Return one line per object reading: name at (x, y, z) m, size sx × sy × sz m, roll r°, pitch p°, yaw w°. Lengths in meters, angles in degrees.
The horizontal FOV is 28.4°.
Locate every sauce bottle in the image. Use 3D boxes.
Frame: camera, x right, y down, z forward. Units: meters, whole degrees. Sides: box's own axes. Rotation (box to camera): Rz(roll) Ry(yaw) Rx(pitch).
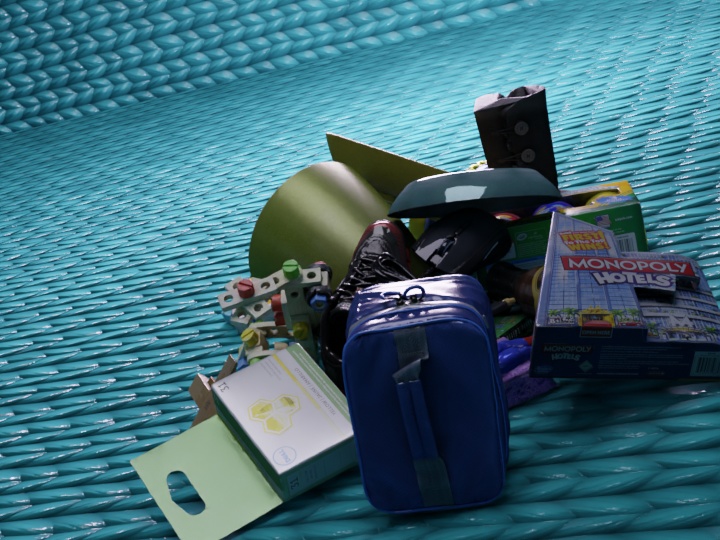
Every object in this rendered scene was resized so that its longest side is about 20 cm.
sauce bottle at (0.210, 0.031, 1.498) m, size 0.064 × 0.066 × 0.199 m, roll -27°, pitch 28°, yaw -31°

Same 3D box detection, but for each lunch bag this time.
lunch bag at (0.058, 0.103, 1.231) m, size 0.134 × 0.203 × 0.133 m, roll -9°, pitch 20°, yaw 6°

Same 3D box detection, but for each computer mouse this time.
computer mouse at (0.119, -0.013, 1.502) m, size 0.140 × 0.046 × 0.199 m, roll 34°, pitch 38°, yaw 28°

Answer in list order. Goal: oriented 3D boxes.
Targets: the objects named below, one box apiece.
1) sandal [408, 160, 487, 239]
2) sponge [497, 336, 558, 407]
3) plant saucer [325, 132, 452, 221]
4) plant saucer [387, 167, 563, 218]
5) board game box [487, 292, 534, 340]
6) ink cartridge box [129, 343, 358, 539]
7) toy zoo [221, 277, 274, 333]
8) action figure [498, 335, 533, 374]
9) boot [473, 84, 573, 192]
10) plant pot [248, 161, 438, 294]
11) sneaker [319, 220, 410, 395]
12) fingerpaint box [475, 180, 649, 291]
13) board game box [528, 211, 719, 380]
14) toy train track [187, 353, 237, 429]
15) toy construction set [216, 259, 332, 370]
sandal at (0.158, -0.086, 1.933) m, size 0.086 × 0.080 × 0.200 m, roll 7°, pitch 38°, yaw 45°
sponge at (0.085, 0.126, 1.419) m, size 0.198 × 0.030 × 0.111 m, roll -22°, pitch 19°, yaw -14°
plant saucer at (0.065, -0.104, 1.799) m, size 0.198 × 0.049 × 0.200 m, roll 20°, pitch -1°, yaw 21°
plant saucer at (0.126, -0.087, 1.589) m, size 0.197 × 0.037 × 0.200 m, roll -5°, pitch -3°, yaw 0°
board game box at (0.157, 0.051, 1.590) m, size 0.104 × 0.024 × 0.199 m, roll 5°, pitch 27°, yaw 46°
ink cartridge box at (-0.107, 0.165, 1.354) m, size 0.198 × 0.048 × 0.146 m, roll -25°, pitch 44°, yaw -21°
toy zoo at (-0.095, 0.022, 1.870) m, size 0.198 × 0.021 × 0.132 m, roll -23°, pitch 21°, yaw 15°
action figure at (0.116, 0.068, 1.367) m, size 0.199 × 0.100 × 0.065 m, roll -30°, pitch 22°, yaw -28°
boot at (0.240, -0.138, 1.788) m, size 0.163 × 0.202 × 0.066 m, roll -17°, pitch 17°, yaw -1°
plant pot at (0.000, 0.000, 1.653) m, size 0.186 × 0.189 × 0.199 m, roll -26°, pitch 42°, yaw -29°
sneaker at (0.005, 0.033, 1.506) m, size 0.070 × 0.203 × 0.098 m, roll 11°, pitch -18°, yaw 15°
fingerpaint box at (0.230, -0.044, 1.674) m, size 0.197 × 0.074 × 0.167 m, roll -10°, pitch 11°, yaw 8°
board game box at (0.246, 0.020, 1.360) m, size 0.197 × 0.062 × 0.201 m, roll 1°, pitch 34°, yaw -4°
toy train track at (-0.134, 0.164, 1.477) m, size 0.032 × 0.116 × 0.200 m, roll 24°, pitch 10°, yaw -29°
toy construction set at (-0.089, 0.053, 1.554) m, size 0.129 × 0.201 × 0.093 m, roll -6°, pitch 61°, yaw 4°
